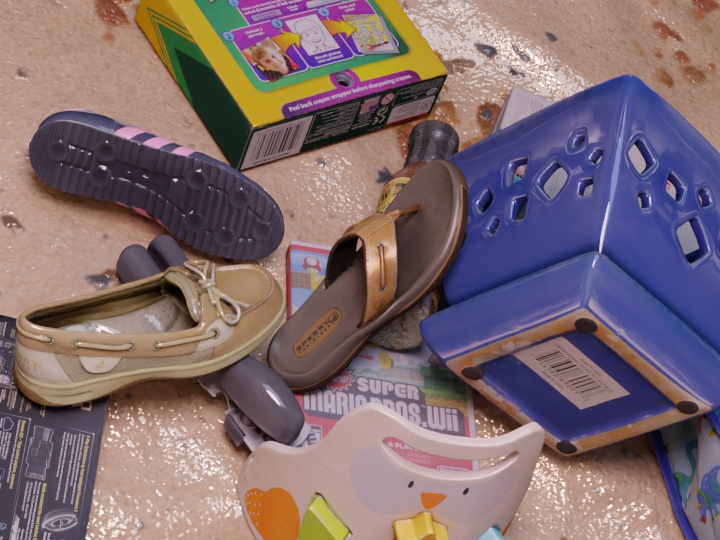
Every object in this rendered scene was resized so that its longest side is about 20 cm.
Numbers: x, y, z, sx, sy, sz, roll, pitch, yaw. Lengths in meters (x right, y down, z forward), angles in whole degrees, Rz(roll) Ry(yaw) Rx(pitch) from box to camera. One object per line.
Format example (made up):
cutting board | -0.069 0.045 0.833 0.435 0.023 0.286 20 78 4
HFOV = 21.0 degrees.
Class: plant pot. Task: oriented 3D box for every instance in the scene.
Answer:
plant pot | 0.168 0.011 1.404 0.200 0.199 0.181 38 50 -29

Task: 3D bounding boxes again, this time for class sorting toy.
sorting toy | 0.035 0.145 1.285 0.198 0.181 0.108 8 50 -15

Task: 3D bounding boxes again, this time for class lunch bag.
lunch bag | 0.315 0.127 1.459 0.168 0.128 0.201 -1 41 -20

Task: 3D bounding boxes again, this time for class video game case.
video game case | 0.014 0.071 1.444 0.141 0.018 0.202 9 50 -15

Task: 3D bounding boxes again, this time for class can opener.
can opener | -0.100 0.046 1.381 0.053 0.067 0.201 -19 62 -37

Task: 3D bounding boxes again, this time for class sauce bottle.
sauce bottle | 0.040 -0.033 1.484 0.064 0.065 0.201 20 47 -6

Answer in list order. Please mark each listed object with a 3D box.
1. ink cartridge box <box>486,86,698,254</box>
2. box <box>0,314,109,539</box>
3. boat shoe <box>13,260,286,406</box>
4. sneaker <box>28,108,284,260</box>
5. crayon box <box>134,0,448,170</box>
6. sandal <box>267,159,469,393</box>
ink cartridge box | 0.192 -0.055 1.581 0.198 0.068 0.116 23 48 -3
box | -0.252 0.119 1.280 0.159 0.044 0.201 13 50 -12
boat shoe | -0.138 0.031 1.311 0.199 0.064 0.073 -15 46 -24
sneaker | -0.147 -0.073 1.460 0.198 0.071 0.082 25 17 -8
crayon box | -0.056 -0.184 1.590 0.199 0.058 0.173 -18 61 -33
sandal | 0.000 0.000 1.381 0.055 0.200 0.082 40 9 -45
